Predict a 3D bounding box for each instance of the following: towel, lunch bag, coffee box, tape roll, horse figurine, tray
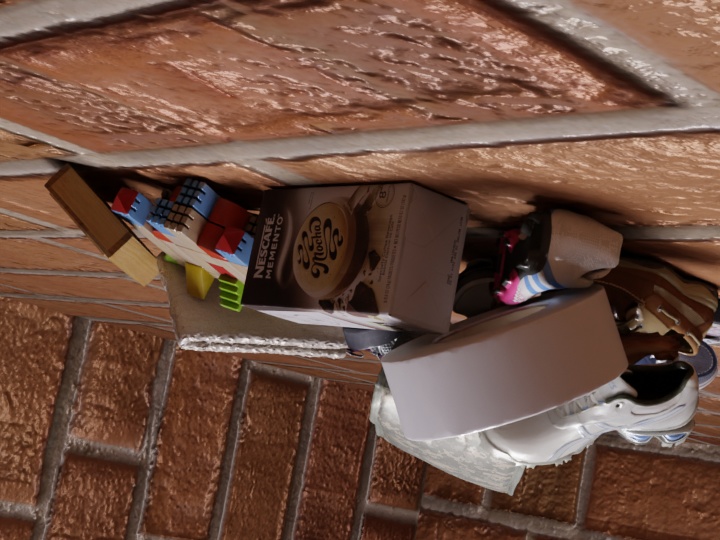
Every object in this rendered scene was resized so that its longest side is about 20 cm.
[{"bbox_3d":[-0.111,0.034,1.428,0.197,0.133,0.035,4,131,-26],"label":"towel"},{"bbox_3d":[0.099,0.136,1.319,0.162,0.119,0.200,23,170,8],"label":"lunch bag"},{"bbox_3d":[-0.008,-0.010,1.189,0.079,0.115,0.198,18,169,-41],"label":"coffee box"},{"bbox_3d":[0.120,0.076,1.131,0.200,0.072,0.202,-19,-178,1],"label":"tape roll"},{"bbox_3d":[0.199,0.070,1.251,0.198,0.050,0.133,23,159,21],"label":"horse figurine"},{"bbox_3d":[-0.263,-0.042,1.403,0.099,0.037,0.200,47,174,7],"label":"tray"}]

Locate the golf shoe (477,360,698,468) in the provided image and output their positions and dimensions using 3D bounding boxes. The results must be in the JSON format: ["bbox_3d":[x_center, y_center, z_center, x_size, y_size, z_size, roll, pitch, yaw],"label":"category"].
[{"bbox_3d":[0.197,0.111,1.165,0.197,0.079,0.098,-10,146,-6],"label":"golf shoe"}]

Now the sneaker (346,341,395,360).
[{"bbox_3d":[-0.009,0.067,1.551,0.200,0.075,0.081,41,164,-2],"label":"sneaker"}]

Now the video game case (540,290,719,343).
[{"bbox_3d":[0.314,0.045,1.439,0.197,0.026,0.181,13,172,-13],"label":"video game case"}]

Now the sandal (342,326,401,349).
[{"bbox_3d":[0.033,0.032,1.310,0.075,0.043,0.200,-9,-159,27],"label":"sandal"}]

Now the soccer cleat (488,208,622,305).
[{"bbox_3d":[0.165,-0.004,1.151,0.085,0.071,0.200,10,172,-5],"label":"soccer cleat"}]

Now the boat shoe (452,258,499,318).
[{"bbox_3d":[0.126,0.016,1.405,0.066,0.058,0.200,-11,164,7],"label":"boat shoe"}]

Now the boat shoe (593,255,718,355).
[{"bbox_3d":[0.265,0.034,1.261,0.198,0.075,0.075,17,170,-35],"label":"boat shoe"}]

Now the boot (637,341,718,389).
[{"bbox_3d":[0.298,0.083,1.392,0.197,0.074,0.090,5,159,-17],"label":"boot"}]

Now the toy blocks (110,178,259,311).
[{"bbox_3d":[-0.149,-0.039,1.309,0.198,0.101,0.137,17,163,36],"label":"toy blocks"}]
